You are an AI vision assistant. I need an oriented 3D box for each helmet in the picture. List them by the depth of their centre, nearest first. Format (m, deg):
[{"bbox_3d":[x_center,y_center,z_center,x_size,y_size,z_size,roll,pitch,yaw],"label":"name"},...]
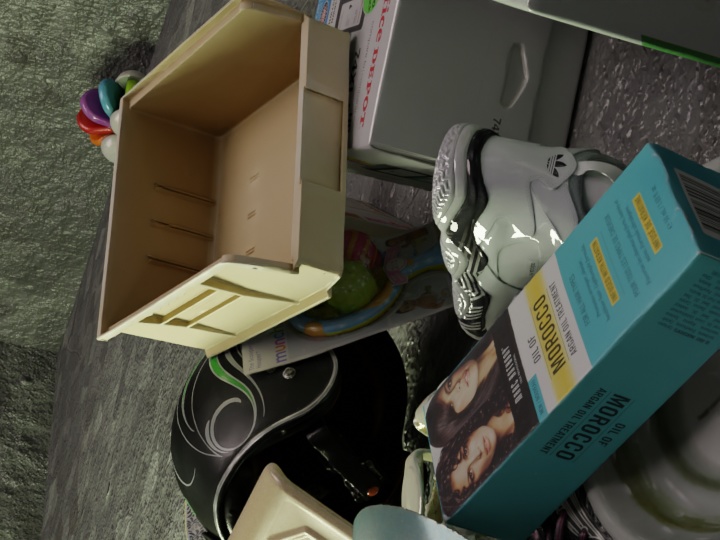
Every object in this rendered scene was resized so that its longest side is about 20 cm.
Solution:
[{"bbox_3d":[-0.051,0.124,1.003,0.191,0.200,0.200,-116,43,-61],"label":"helmet"}]

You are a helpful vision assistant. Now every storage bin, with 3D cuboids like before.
[{"bbox_3d":[-0.096,-0.061,0.912,0.198,0.094,0.200,-27,54,49],"label":"storage bin"}]

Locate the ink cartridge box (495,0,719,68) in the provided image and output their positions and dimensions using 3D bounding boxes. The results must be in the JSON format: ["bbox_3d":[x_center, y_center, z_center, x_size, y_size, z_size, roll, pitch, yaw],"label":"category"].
[{"bbox_3d":[0.135,-0.182,0.735,0.200,0.146,0.083,-126,50,-67],"label":"ink cartridge box"}]

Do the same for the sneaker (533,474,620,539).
[{"bbox_3d":[0.127,0.150,0.650,0.200,0.075,0.081,-107,35,-55],"label":"sneaker"}]

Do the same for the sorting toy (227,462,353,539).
[{"bbox_3d":[-0.013,0.246,0.886,0.036,0.200,0.185,-38,-20,-51],"label":"sorting toy"}]

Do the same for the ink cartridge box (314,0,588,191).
[{"bbox_3d":[0.053,-0.141,0.944,0.200,0.146,0.147,-171,93,-71],"label":"ink cartridge box"}]

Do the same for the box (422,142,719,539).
[{"bbox_3d":[0.107,0.040,0.620,0.200,0.049,0.082,-54,29,32],"label":"box"}]

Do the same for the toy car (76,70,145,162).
[{"bbox_3d":[-0.561,-0.355,2.878,0.200,0.150,0.175,124,152,-48],"label":"toy car"}]

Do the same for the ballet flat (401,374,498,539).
[{"bbox_3d":[0.060,0.109,0.759,0.076,0.064,0.200,-55,16,43],"label":"ballet flat"}]

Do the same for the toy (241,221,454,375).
[{"bbox_3d":[0.000,0.000,0.947,0.115,0.200,0.047,-101,-5,-58],"label":"toy"}]

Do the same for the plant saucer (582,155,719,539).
[{"bbox_3d":[0.177,0.044,0.595,0.200,0.050,0.200,-48,32,44],"label":"plant saucer"}]

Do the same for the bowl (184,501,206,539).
[{"bbox_3d":[-0.103,0.188,1.268,0.201,0.094,0.201,-167,90,-71],"label":"bowl"}]

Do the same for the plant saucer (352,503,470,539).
[{"bbox_3d":[0.059,0.206,0.649,0.039,0.201,0.201,-42,3,-27],"label":"plant saucer"}]

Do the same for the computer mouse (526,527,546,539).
[{"bbox_3d":[0.097,0.154,0.769,0.139,0.053,0.200,125,151,-47],"label":"computer mouse"}]

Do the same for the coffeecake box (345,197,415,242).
[{"bbox_3d":[-0.045,-0.030,1.148,0.200,0.153,0.073,-145,68,-70],"label":"coffeecake box"}]

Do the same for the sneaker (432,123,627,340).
[{"bbox_3d":[0.115,-0.010,0.783,0.200,0.115,0.075,68,-143,-53],"label":"sneaker"}]
